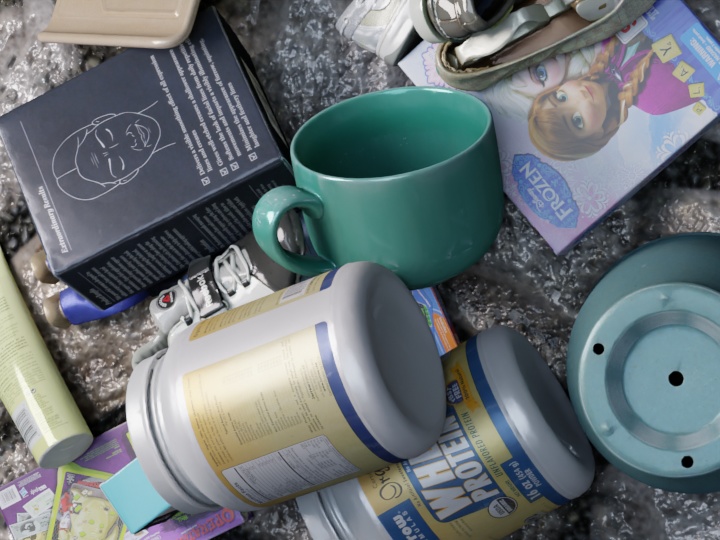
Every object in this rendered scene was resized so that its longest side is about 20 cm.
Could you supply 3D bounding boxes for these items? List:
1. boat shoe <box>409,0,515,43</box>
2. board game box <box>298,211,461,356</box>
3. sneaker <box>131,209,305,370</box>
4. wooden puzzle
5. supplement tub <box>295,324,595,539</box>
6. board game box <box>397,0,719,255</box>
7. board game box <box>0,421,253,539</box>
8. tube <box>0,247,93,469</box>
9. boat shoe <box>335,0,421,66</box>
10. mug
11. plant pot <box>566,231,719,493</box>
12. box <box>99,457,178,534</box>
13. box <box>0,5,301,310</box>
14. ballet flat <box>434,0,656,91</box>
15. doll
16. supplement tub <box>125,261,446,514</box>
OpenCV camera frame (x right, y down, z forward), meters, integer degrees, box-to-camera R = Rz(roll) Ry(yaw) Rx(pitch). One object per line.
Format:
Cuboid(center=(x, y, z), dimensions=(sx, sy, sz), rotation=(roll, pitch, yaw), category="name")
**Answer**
Cuboid(center=(0.108, -0.250, 1.318), dimensions=(0.060, 0.072, 0.202), rotation=(3, 55, 46), category="boat shoe")
Cuboid(center=(0.000, 0.000, 1.438), dimensions=(0.103, 0.019, 0.201), rotation=(-25, 85, 17), category="board game box")
Cuboid(center=(-0.114, 0.027, 1.399), dimensions=(0.200, 0.088, 0.074), rotation=(-55, 39, 31), category="sneaker")
Cuboid(center=(-0.166, -0.266, 1.416), dimensions=(0.185, 0.037, 0.201), rotation=(10, 77, 46), category="wooden puzzle")
Cuboid(center=(0.062, 0.148, 1.359), dimensions=(0.200, 0.145, 0.145), rotation=(-32, 83, 14), category="supplement tub")
Cuboid(center=(0.166, -0.151, 1.374), dimensions=(0.199, 0.041, 0.200), rotation=(-42, 80, 13), category="board game box")
Cuboid(center=(-0.202, 0.197, 1.497), dimensions=(0.200, 0.032, 0.120), rotation=(-27, 81, 15), category="board game box")
Cuboid(center=(-0.291, 0.073, 1.505), dimensions=(0.058, 0.052, 0.200), rotation=(-23, 65, -25), category="tube")
Cuboid(center=(0.051, -0.261, 1.390), dimensions=(0.065, 0.074, 0.202), rotation=(30, 106, 9), category="boat shoe")
Cuboid(center=(0.016, -0.052, 1.340), dimensions=(0.184, 0.152, 0.115), rotation=(-9, 120, 5), category="mug")
Cuboid(center=(0.237, 0.073, 1.285), dimensions=(0.199, 0.188, 0.201), rotation=(1, 92, 15), category="plant pot")
Cuboid(center=(-0.107, 0.128, 1.414), dimensions=(0.200, 0.082, 0.049), rotation=(-38, 82, 10), category="box")
Cuboid(center=(-0.161, -0.086, 1.403), dimensions=(0.199, 0.107, 0.149), rotation=(-26, 69, 4), category="box")
Cuboid(center=(0.144, -0.191, 1.325), dimensions=(0.200, 0.062, 0.068), rotation=(-31, 81, 14), category="ballet flat")
Cuboid(center=(-0.175, -0.022, 1.472), dimensions=(0.199, 0.048, 0.137), rotation=(-19, 81, 16), category="doll")
Cuboid(center=(-0.054, 0.089, 1.279), dimensions=(0.199, 0.144, 0.145), rotation=(-21, 86, 23), category="supplement tub")
